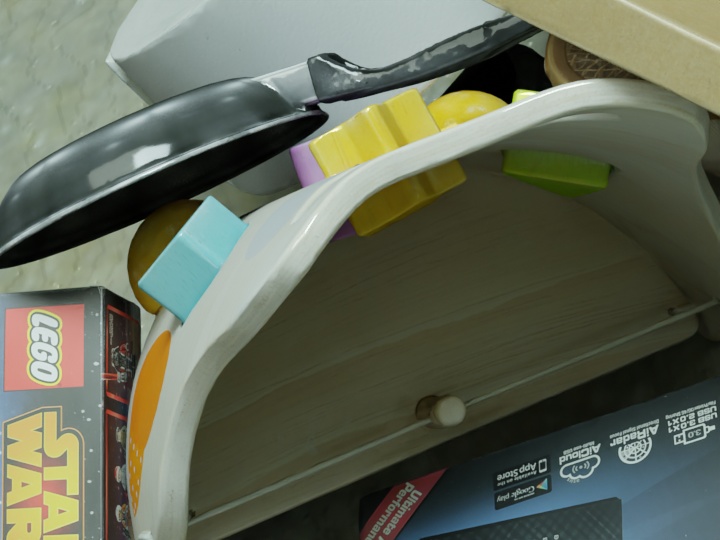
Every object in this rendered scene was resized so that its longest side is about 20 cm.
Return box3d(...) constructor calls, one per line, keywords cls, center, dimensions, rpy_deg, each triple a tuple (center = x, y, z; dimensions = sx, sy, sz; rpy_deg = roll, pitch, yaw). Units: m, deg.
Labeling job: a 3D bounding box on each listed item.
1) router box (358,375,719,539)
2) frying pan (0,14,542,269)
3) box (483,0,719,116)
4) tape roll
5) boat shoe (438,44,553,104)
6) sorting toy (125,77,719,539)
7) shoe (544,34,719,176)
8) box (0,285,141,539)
box3d(cls="router box", center=(0.097, 0.111, 0.764), dimensions=(0.200, 0.062, 0.150), rpy_deg=(-21, 49, 23))
box3d(cls="frying pan", center=(-0.039, -0.043, 0.821), dimensions=(0.190, 0.115, 0.031), rpy_deg=(-28, 86, 41))
box3d(cls="box", center=(0.131, -0.056, 0.736), dimensions=(0.200, 0.163, 0.021), rpy_deg=(29, 112, 23))
box3d(cls="tape roll", center=(0.006, -0.119, 0.943), dimensions=(0.202, 0.071, 0.203), rpy_deg=(-42, 15, 14))
box3d(cls="boat shoe", center=(0.001, 0.001, 0.918), dimensions=(0.199, 0.066, 0.075), rpy_deg=(-40, 43, 4))
box3d(cls="sorting toy", center=(0.019, -0.007, 0.771), dimensions=(0.200, 0.180, 0.107), rpy_deg=(-22, 83, -13))
box3d(cls="shoe", center=(0.158, -0.056, 0.854), dimensions=(0.199, 0.053, 0.070), rpy_deg=(4, 51, 22))
box3d(cls="box", center=(-0.136, 0.109, 0.843), dimensions=(0.136, 0.040, 0.201), rpy_deg=(-4, 78, 14))
